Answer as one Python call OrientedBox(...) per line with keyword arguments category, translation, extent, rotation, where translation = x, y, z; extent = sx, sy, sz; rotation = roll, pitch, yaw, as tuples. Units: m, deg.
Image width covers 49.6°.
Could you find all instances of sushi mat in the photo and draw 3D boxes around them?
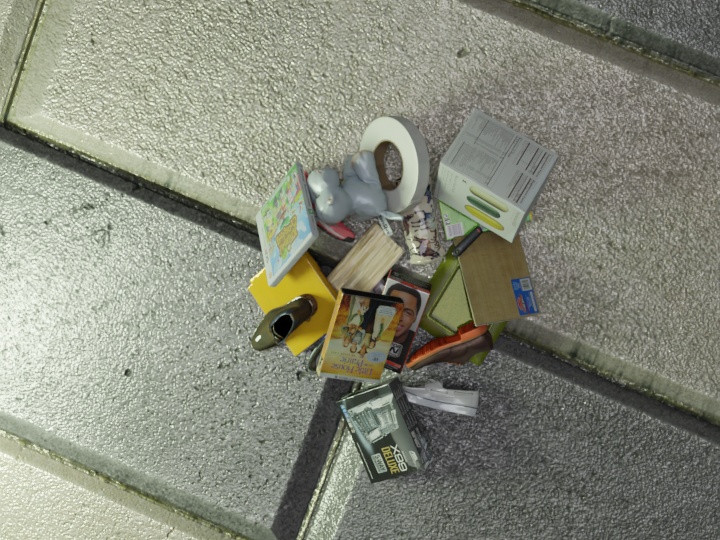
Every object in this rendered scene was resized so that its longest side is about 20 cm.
OrientedBox(category="sushi mat", translation=(0.000, 0.000, 1.717), extent=(0.095, 0.012, 0.201), rotation=(41, 94, 1))

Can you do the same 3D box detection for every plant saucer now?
OrientedBox(category="plant saucer", translation=(0.236, 0.078, 1.724), extent=(0.197, 0.048, 0.202), rotation=(32, 95, 1))

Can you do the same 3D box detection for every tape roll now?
OrientedBox(category="tape roll", translation=(0.069, -0.224, 1.657), extent=(0.036, 0.201, 0.209), rotation=(-13, 93, -37))

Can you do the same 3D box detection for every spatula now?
OrientedBox(category="spatula", translation=(0.270, -0.101, 1.691), extent=(0.200, 0.021, 0.057), rotation=(-44, 90, -9))

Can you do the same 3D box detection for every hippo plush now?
OrientedBox(category="hippo plush", translation=(-0.036, -0.144, 1.648), extent=(0.157, 0.160, 0.204), rotation=(-16, 73, -26))

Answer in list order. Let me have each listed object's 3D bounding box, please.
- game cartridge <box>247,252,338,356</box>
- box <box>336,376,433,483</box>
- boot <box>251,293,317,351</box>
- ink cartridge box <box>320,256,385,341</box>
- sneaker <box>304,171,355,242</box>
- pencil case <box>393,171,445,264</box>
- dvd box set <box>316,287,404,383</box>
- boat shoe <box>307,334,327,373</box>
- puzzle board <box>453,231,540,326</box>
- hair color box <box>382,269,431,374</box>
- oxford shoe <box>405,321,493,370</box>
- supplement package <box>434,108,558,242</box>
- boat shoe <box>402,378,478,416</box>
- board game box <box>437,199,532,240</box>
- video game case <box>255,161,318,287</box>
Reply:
OrientedBox(category="game cartridge", translation=(-0.140, 0.062, 1.730), extent=(0.175, 0.032, 0.202), rotation=(-36, 88, 27))
OrientedBox(category="box", translation=(0.053, 0.353, 1.716), extent=(0.156, 0.049, 0.204), rotation=(-23, 91, 35))
OrientedBox(category="boot", translation=(-0.187, 0.125, 1.695), extent=(0.199, 0.097, 0.075), rotation=(-39, 89, 26))
OrientedBox(category="ink cartridge box", translation=(-0.037, 0.066, 1.747), extent=(0.198, 0.039, 0.100), rotation=(-37, 91, 6))
OrientedBox(category="sneaker", translation=(-0.081, -0.142, 1.721), extent=(0.199, 0.074, 0.087), rotation=(39, 93, 1))
OrientedBox(category="pencil case", translation=(0.133, -0.112, 1.705), extent=(0.087, 0.078, 0.206), rotation=(-11, 92, 22))
OrientedBox(category="dvd box set", translation=(-0.001, 0.141, 1.651), extent=(0.143, 0.030, 0.204), rotation=(10, 113, -19))
OrientedBox(category="boat shoe", translation=(-0.042, 0.161, 1.703), extent=(0.076, 0.060, 0.201), rotation=(51, 119, 27))
OrientedBox(category="puzzle board", translation=(0.293, 0.012, 1.686), extent=(0.147, 0.017, 0.205), rotation=(-8, 70, -10))
OrientedBox(category="hair color box", translation=(0.077, 0.112, 1.704), extent=(0.099, 0.061, 0.204), rotation=(19, 110, 3))
OrientedBox(category="oxford shoe", translation=(0.193, 0.180, 1.681), extent=(0.196, 0.071, 0.074), rotation=(-25, 101, 13))
OrientedBox(category="supplement package", translation=(0.277, -0.195, 1.619), extent=(0.197, 0.152, 0.152), rotation=(31, 72, 11))
OrientedBox(category="boat shoe", translation=(0.167, 0.273, 1.734), extent=(0.195, 0.074, 0.067), rotation=(13, 83, -3))
OrientedBox(category="board game box", translation=(0.275, -0.136, 1.720), extent=(0.195, 0.030, 0.098), rotation=(-13, 92, 7))
OrientedBox(category="video game case", translation=(-0.160, -0.096, 1.655), extent=(0.022, 0.200, 0.186), rotation=(6, 55, -34))
